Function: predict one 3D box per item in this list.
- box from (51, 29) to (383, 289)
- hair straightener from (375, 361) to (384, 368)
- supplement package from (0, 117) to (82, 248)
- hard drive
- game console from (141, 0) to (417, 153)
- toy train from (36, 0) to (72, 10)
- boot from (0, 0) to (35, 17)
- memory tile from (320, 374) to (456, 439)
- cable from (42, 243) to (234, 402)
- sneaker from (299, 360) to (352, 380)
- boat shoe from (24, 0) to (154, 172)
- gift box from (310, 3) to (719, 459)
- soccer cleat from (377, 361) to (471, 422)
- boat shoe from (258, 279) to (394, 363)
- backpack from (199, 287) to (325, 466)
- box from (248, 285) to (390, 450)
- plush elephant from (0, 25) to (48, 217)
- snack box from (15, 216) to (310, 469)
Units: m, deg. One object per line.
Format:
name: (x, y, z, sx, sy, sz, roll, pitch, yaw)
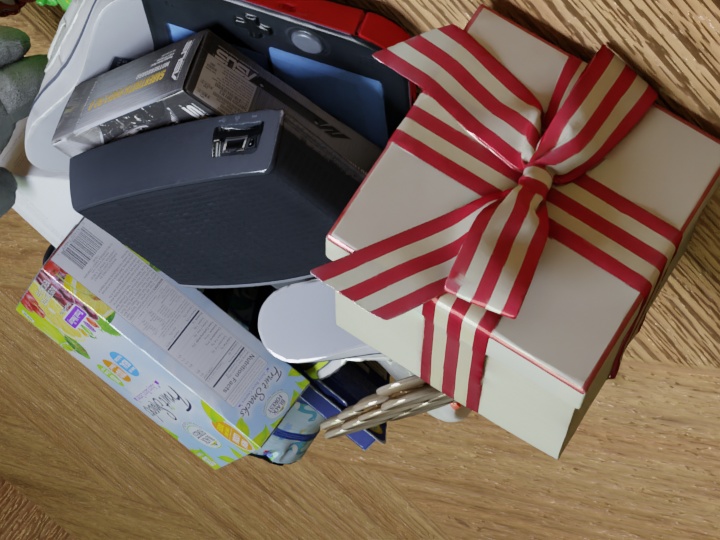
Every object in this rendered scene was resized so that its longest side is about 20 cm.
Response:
box: (-0.074, -0.066, 1.432, 0.200, 0.049, 0.158, 34, 151, -29)
hair straightener: (-0.027, 0.024, 1.705, 0.200, 0.077, 0.041, 41, 136, -12)
supplement package: (-0.173, -0.077, 1.656, 0.117, 0.117, 0.200, 46, 160, -28)
hard drive: (-0.080, -0.039, 1.382, 0.199, 0.042, 0.135, -9, 144, 44)
game console: (-0.048, -0.117, 1.398, 0.176, 0.031, 0.200, 15, 157, 9)
toy train: (-0.206, -0.214, 1.455, 0.056, 0.042, 0.200, 22, 169, 12)
boot: (-0.270, -0.202, 1.596, 0.107, 0.075, 0.200, 28, 160, 8)
memory tile: (0.060, 0.080, 1.536, 0.200, 0.153, 0.017, 145, 109, -71)
cable: (-0.178, -0.008, 1.774, 0.051, 0.163, 0.200, 9, -137, -47)
sneaker: (0.000, 0.000, 1.562, 0.081, 0.074, 0.200, 46, 134, 14)
boat shoe: (-0.174, -0.142, 1.484, 0.072, 0.066, 0.200, 6, 144, -19)
gift box: (0.074, -0.021, 1.245, 0.199, 0.185, 0.187, 26, 163, 7)
soccer cleat: (0.017, 0.034, 1.662, 0.077, 0.069, 0.200, -11, 125, 42)
boat shoe: (0.036, 0.028, 1.471, 0.199, 0.071, 0.070, -10, 175, 16)
backpack: (-0.100, 0.068, 1.825, 0.163, 0.154, 0.200, 28, -151, -45)
box: (-0.030, 0.063, 1.708, 0.121, 0.032, 0.200, 40, -163, -12)
plush elephant: (-0.312, -0.128, 1.545, 0.155, 0.200, 0.165, 46, 122, 18)
snack box: (-0.147, 0.054, 1.634, 0.200, 0.068, 0.169, 38, 163, -5)
